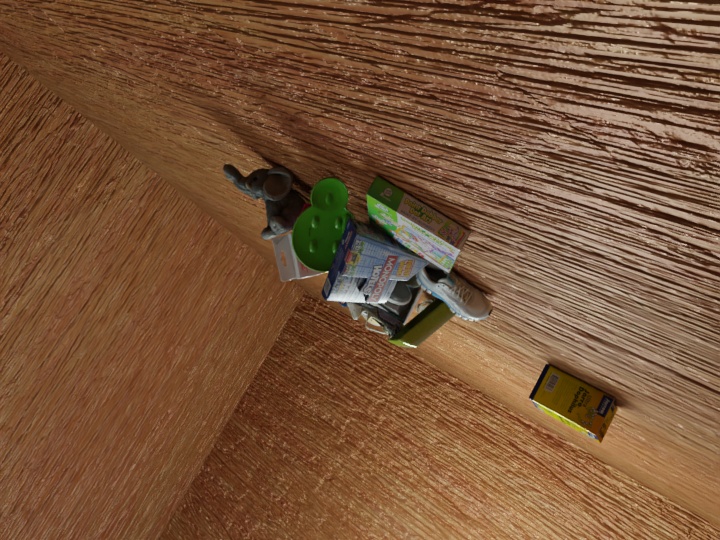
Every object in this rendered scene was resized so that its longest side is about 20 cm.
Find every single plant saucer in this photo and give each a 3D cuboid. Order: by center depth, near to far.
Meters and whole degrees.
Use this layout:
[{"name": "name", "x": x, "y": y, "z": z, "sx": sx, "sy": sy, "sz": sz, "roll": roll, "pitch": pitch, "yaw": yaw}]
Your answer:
[{"name": "plant saucer", "x": 0.169, "y": 0.134, "z": 1.599, "sx": 0.048, "sy": 0.198, "sz": 0.200, "roll": 51, "pitch": 172, "yaw": 1}]

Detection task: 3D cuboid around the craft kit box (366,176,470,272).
[{"name": "craft kit box", "x": 0.105, "y": -0.082, "z": 1.189, "sx": 0.197, "sy": 0.049, "sz": 0.198, "roll": 32, "pitch": 169, "yaw": 9}]

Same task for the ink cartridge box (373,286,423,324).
[{"name": "ink cartridge box", "x": 0.089, "y": 0.046, "z": 1.665, "sx": 0.123, "sy": 0.130, "sz": 0.200, "roll": 29, "pitch": 171, "yaw": 18}]

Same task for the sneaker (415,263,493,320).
[{"name": "sneaker", "x": 0.209, "y": 0.043, "z": 1.410, "sx": 0.197, "sy": 0.076, "sz": 0.087, "roll": 30, "pitch": 166, "yaw": 15}]

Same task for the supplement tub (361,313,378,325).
[{"name": "supplement tub", "x": 0.047, "y": 0.080, "z": 1.942, "sx": 0.143, "sy": 0.148, "sz": 0.200, "roll": 28, "pitch": 171, "yaw": 22}]

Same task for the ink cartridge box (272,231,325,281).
[{"name": "ink cartridge box", "x": -0.113, "y": -0.049, "z": 1.560, "sx": 0.067, "sy": 0.195, "sz": 0.120, "roll": 177, "pitch": 79, "yaw": -77}]

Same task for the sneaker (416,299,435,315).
[{"name": "sneaker", "x": 0.213, "y": 0.126, "z": 1.857, "sx": 0.200, "sy": 0.076, "sz": 0.082, "roll": 9, "pitch": -115, "yaw": -79}]

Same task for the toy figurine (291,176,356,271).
[{"name": "toy figurine", "x": -0.089, "y": -0.126, "z": 1.387, "sx": 0.146, "sy": 0.206, "sz": 0.185, "roll": 0, "pitch": -159, "yaw": -14}]

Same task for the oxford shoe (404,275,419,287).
[{"name": "oxford shoe", "x": 0.078, "y": -0.027, "z": 1.535, "sx": 0.197, "sy": 0.077, "sz": 0.058, "roll": 32, "pitch": -143, "yaw": 19}]

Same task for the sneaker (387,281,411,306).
[{"name": "sneaker", "x": 0.055, "y": -0.018, "z": 1.461, "sx": 0.200, "sy": 0.083, "sz": 0.122, "roll": 43, "pitch": 147, "yaw": 13}]

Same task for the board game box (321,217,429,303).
[{"name": "board game box", "x": 0.039, "y": -0.004, "z": 1.338, "sx": 0.195, "sy": 0.203, "sz": 0.062, "roll": 4, "pitch": -143, "yaw": -26}]

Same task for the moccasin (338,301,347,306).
[{"name": "moccasin", "x": -0.055, "y": 0.016, "z": 2.002, "sx": 0.078, "sy": 0.206, "sz": 0.068, "roll": -12, "pitch": 170, "yaw": 7}]

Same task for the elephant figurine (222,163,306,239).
[{"name": "elephant figurine", "x": -0.212, "y": -0.190, "z": 1.511, "sx": 0.139, "sy": 0.154, "sz": 0.205, "roll": -18, "pitch": 94, "yaw": 41}]

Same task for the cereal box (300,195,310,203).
[{"name": "cereal box", "x": -0.169, "y": -0.166, "z": 1.728, "sx": 0.142, "sy": 0.040, "sz": 0.200, "roll": 33, "pitch": 172, "yaw": -8}]

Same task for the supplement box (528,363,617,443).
[{"name": "supplement box", "x": 0.571, "y": 0.356, "z": 1.680, "sx": 0.197, "sy": 0.111, "sz": 0.109, "roll": 26, "pitch": 170, "yaw": 35}]

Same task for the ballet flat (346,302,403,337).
[{"name": "ballet flat", "x": 0.017, "y": 0.107, "z": 1.598, "sx": 0.198, "sy": 0.073, "sz": 0.072, "roll": 34, "pitch": 172, "yaw": -1}]
